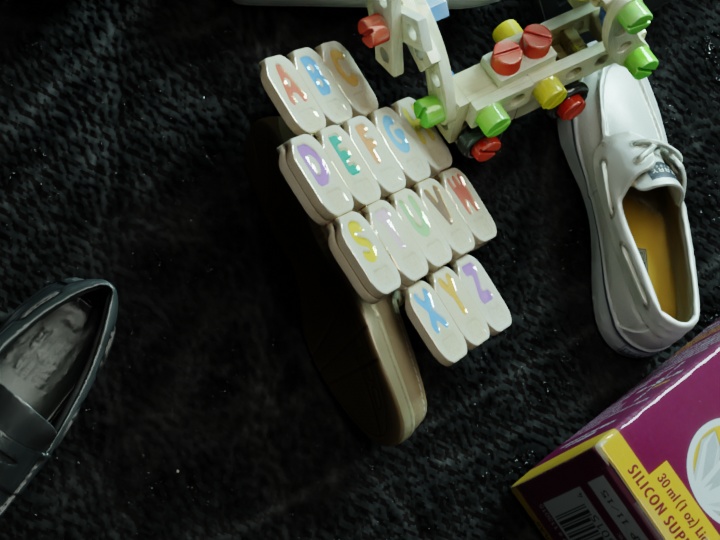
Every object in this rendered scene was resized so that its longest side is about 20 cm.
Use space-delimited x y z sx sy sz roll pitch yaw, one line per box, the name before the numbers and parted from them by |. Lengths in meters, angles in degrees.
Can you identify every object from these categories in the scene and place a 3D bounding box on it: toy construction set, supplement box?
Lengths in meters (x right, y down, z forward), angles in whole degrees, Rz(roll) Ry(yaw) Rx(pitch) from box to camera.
toy construction set | 0.096 -0.137 1.463 0.200 0.131 0.092 -12 63 -14
supplement box | 0.209 0.115 1.458 0.200 0.103 0.131 -36 90 -33

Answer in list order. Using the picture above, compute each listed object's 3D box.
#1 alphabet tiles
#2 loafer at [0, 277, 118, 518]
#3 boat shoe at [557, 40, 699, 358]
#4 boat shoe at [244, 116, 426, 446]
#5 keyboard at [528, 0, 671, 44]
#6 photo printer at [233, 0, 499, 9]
alphabet tiles | 0.018 -0.042 1.405 0.196 0.015 0.200 58 24 3
loafer | -0.189 0.080 1.279 0.068 0.070 0.201 39 59 -9
boat shoe | 0.170 -0.051 1.516 0.071 0.070 0.200 4 72 -27
boat shoe | 0.000 0.000 1.411 0.065 0.072 0.200 -15 74 -30
keyboard | 0.186 -0.218 1.538 0.200 0.127 0.021 -32 49 -10
photo printer | 0.007 -0.236 1.499 0.200 0.069 0.166 -1 71 -28
